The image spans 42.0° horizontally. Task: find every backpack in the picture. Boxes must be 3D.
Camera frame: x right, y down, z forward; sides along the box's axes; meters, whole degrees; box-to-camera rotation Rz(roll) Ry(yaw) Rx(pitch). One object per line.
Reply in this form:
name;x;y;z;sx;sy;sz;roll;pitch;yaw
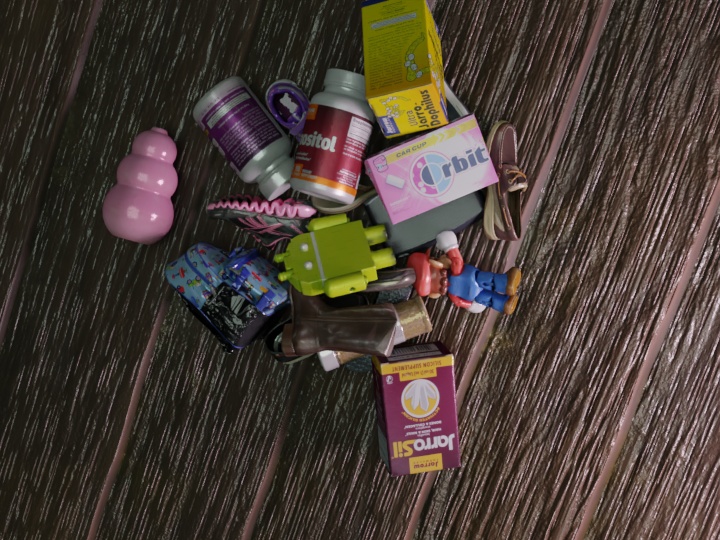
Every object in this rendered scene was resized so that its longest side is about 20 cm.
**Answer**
backpack;-0.228;0.024;1.613;0.200;0.182;0.135;41;103;7

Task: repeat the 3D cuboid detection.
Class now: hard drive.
hard drive;0.112;-0.111;1.624;0.198;0.042;0.136;-25;92;9

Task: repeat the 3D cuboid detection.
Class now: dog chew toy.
dog chew toy;-0.377;-0.151;1.645;0.123;0.125;0.203;14;89;5

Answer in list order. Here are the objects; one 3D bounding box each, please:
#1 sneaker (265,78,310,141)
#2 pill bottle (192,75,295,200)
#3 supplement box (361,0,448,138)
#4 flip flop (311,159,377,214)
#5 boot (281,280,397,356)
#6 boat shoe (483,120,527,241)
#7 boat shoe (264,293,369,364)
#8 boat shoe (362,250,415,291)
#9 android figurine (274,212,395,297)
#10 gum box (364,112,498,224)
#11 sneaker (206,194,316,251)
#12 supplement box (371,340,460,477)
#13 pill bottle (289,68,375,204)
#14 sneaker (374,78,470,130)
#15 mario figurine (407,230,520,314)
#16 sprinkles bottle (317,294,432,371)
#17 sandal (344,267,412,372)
sneaker;-0.089;-0.250;1.612;0.200;0.088;0.081;41;98;0
pill bottle;-0.188;-0.223;1.611;0.112;0.112;0.201;-39;88;9
supplement box;0.070;-0.333;1.502;0.108;0.109;0.203;-11;61;15
flip flop;0.004;-0.156;1.603;0.197;0.058;0.082;-14;60;19
boot;-0.023;0.059;1.551;0.197;0.064;0.189;-5;60;21
boat shoe;0.251;-0.148;1.576;0.071;0.072;0.203;12;103;43
boat shoe;-0.076;0.098;1.642;0.200;0.063;0.074;-29;58;14
boat shoe;0.000;0.000;1.613;0.197;0.074;0.074;-3;88;27
android figurine;-0.045;-0.024;1.572;0.197;0.183;0.041;-11;135;-3
gum box;0.112;-0.164;1.530;0.198;0.066;0.115;-22;99;8
sneaker;-0.177;-0.081;1.653;0.197;0.079;0.097;6;108;7
supplement box;0.094;0.235;1.611;0.129;0.103;0.203;-8;101;-7
pill bottle;-0.040;-0.219;1.535;0.111;0.113;0.203;14;90;5
sneaker;0.102;-0.254;1.586;0.145;0.077;0.203;-34;81;-2
mario figurine;0.176;0.004;1.608;0.197;0.106;0.125;15;91;17
sprinkles bottle;0.020;0.106;1.592;0.198;0.068;0.069;-21;93;-1
sandal;0.036;0.091;1.660;0.075;0.043;0.202;29;89;-4
